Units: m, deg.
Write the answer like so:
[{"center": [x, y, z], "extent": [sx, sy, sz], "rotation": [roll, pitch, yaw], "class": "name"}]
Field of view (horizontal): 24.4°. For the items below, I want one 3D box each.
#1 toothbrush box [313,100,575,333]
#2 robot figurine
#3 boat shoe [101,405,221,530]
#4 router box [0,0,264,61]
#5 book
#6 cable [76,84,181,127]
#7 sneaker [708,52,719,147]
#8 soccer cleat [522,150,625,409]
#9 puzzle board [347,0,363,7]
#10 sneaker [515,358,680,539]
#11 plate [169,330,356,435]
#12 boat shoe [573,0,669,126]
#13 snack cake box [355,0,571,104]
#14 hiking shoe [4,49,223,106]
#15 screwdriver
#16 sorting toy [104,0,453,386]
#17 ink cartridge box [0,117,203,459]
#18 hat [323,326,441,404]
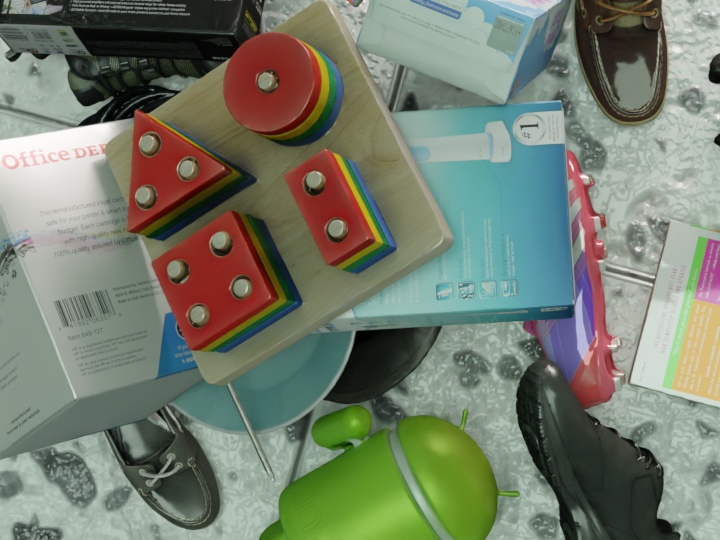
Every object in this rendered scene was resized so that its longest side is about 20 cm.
[{"center": [0.049, -0.035, 1.183], "extent": [0.200, 0.085, 0.147], "rotation": [-4, 81, 5], "class": "toothbrush box"}, {"center": [0.018, 0.189, 1.282], "extent": [0.200, 0.116, 0.176], "rotation": [-31, 92, 8], "class": "robot figurine"}, {"center": [-0.182, 0.125, 1.342], "extent": [0.067, 0.057, 0.200], "rotation": [-32, 86, 8], "class": "boat shoe"}, {"center": [-0.169, -0.239, 1.277], "extent": [0.200, 0.051, 0.149], "rotation": [5, 71, 14], "class": "router box"}, {"center": [0.318, 0.049, 1.272], "extent": [0.200, 0.048, 0.134], "rotation": [15, 89, 8], "class": "book"}, {"center": [-0.167, -0.047, 1.342], "extent": [0.163, 0.051, 0.200], "rotation": [13, 93, 9], "class": "cable"}, {"center": [0.315, -0.090, 1.257], "extent": [0.087, 0.074, 0.200], "rotation": [-16, 82, 9], "class": "sneaker"}, {"center": [0.156, 0.009, 1.288], "extent": [0.076, 0.067, 0.200], "rotation": [-8, 92, 13], "class": "soccer cleat"}, {"center": [-0.002, -0.302, 1.271], "extent": [0.151, 0.017, 0.200], "rotation": [-47, 45, 6], "class": "puzzle board"}, {"center": [0.181, 0.148, 1.271], "extent": [0.091, 0.076, 0.200], "rotation": [-25, 113, -3], "class": "sneaker"}, {"center": [-0.089, 0.025, 1.280], "extent": [0.200, 0.026, 0.200], "rotation": [1, 93, 25], "class": "plate"}, {"center": [0.197, -0.211, 1.273], "extent": [0.072, 0.072, 0.200], "rotation": [-4, 90, 9], "class": "boat shoe"}, {"center": [0.082, -0.186, 1.224], "extent": [0.115, 0.200, 0.067], "rotation": [22, 109, 8], "class": "snack cake box"}, {"center": [-0.183, -0.169, 1.332], "extent": [0.200, 0.076, 0.101], "rotation": [24, 89, 17], "class": "hiking shoe"}, {"center": [-0.105, 0.067, 1.258], "extent": [0.200, 0.028, 0.029], "rotation": [61, 141, 14], "class": "screwdriver"}, {"center": [-0.072, -0.057, 1.129], "extent": [0.200, 0.070, 0.199], "rotation": [-32, 71, 17], "class": "sorting toy"}, {"center": [-0.218, 0.012, 1.233], "extent": [0.145, 0.147, 0.200], "rotation": [-34, 74, 47], "class": "ink cartridge box"}, {"center": [0.000, 0.000, 1.296], "extent": [0.200, 0.081, 0.201], "rotation": [1, 92, 24], "class": "hat"}]
